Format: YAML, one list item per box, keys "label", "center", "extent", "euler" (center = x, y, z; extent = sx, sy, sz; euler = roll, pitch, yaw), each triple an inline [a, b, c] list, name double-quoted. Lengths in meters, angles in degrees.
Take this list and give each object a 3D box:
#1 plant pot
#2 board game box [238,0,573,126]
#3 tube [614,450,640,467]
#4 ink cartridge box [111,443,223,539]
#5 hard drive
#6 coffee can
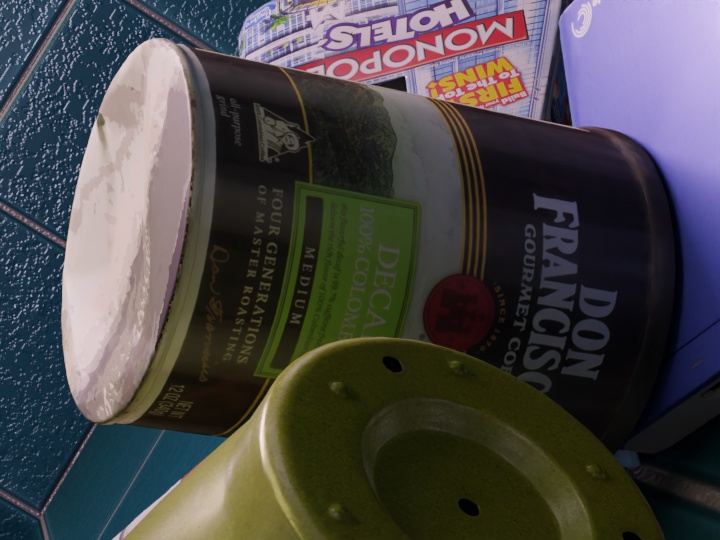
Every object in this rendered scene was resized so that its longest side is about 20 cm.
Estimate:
- label: "plant pot"
  center: [-0.007, 0.130, 0.622]
  extent: [0.193, 0.200, 0.201]
  euler: [-61, 7, 32]
- label: "board game box"
  center: [0.031, -0.087, 1.038]
  extent: [0.199, 0.062, 0.200]
  euler: [-13, 41, 7]
- label: "tube"
  center: [0.075, 0.062, 0.939]
  extent: [0.050, 0.078, 0.200]
  euler: [-18, -6, -20]
- label: "ink cartridge box"
  center: [-0.033, 0.156, 0.871]
  extent: [0.200, 0.144, 0.084]
  euler: [137, 145, -56]
- label: "hard drive"
  center: [0.130, -0.046, 0.816]
  extent: [0.132, 0.025, 0.201]
  euler: [135, 137, -53]
- label: "coffee can"
  center: [0.000, 0.000, 0.810]
  extent: [0.146, 0.199, 0.147]
  euler: [-171, 90, -66]
